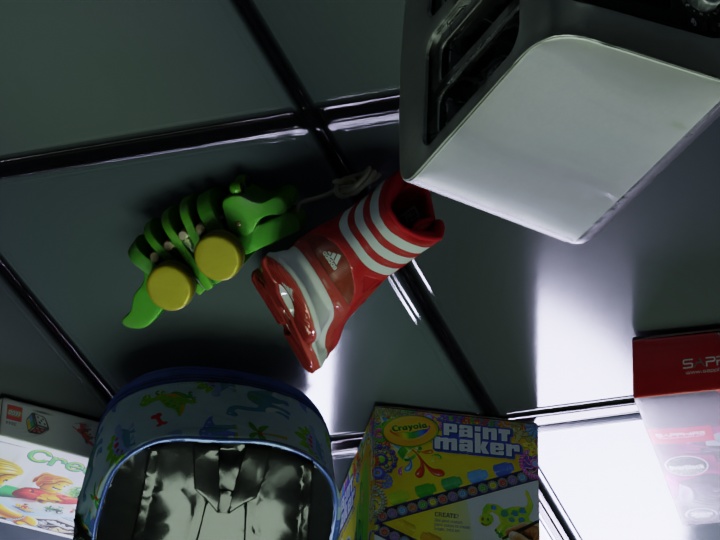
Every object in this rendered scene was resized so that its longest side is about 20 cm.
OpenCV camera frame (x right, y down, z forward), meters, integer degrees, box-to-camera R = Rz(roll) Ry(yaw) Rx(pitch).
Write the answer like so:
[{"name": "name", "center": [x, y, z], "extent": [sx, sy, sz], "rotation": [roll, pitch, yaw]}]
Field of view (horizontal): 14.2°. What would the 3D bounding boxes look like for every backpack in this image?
[{"name": "backpack", "center": [-0.105, 0.160, 1.968], "extent": [0.182, 0.147, 0.201], "rotation": [5, 125, -8]}]

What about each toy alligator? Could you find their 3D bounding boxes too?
[{"name": "toy alligator", "center": [-0.079, -0.031, 1.764], "extent": [0.200, 0.059, 0.054], "rotation": [-32, 98, 25]}]

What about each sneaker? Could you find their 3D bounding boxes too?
[{"name": "sneaker", "center": [0.000, 0.000, 1.782], "extent": [0.115, 0.079, 0.200], "rotation": [-31, 180, -7]}]

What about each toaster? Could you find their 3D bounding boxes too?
[{"name": "toaster", "center": [0.107, -0.130, 1.464], "extent": [0.118, 0.182, 0.200], "rotation": [18, 145, -19]}]

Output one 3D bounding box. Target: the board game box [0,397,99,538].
[{"name": "board game box", "center": [-0.190, 0.154, 2.088], "extent": [0.199, 0.035, 0.126], "rotation": [16, 145, -22]}]

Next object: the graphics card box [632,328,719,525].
[{"name": "graphics card box", "center": [0.262, 0.106, 1.971], "extent": [0.125, 0.051, 0.200], "rotation": [-6, 149, 13]}]

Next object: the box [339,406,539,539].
[{"name": "box", "center": [0.048, 0.231, 2.050], "extent": [0.121, 0.193, 0.200], "rotation": [7, 148, -8]}]
